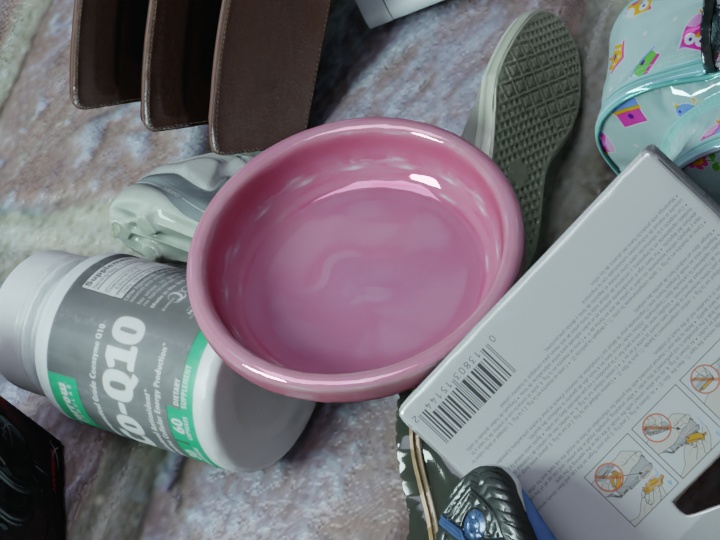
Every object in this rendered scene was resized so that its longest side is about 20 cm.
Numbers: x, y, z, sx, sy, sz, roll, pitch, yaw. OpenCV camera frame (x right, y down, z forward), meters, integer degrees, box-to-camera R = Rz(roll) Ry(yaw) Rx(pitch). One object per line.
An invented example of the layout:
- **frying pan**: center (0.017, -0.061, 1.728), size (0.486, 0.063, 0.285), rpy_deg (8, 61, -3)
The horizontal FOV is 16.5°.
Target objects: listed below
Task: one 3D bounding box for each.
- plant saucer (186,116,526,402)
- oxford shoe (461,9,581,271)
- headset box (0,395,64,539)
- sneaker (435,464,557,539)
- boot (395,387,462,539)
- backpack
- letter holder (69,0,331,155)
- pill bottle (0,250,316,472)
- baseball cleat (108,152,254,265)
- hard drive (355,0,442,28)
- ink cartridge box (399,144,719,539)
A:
- **plant saucer**: center (0.000, 0.000, 1.461), size (0.200, 0.051, 0.201), rpy_deg (-7, 52, 9)
- **oxford shoe**: center (0.088, -0.077, 1.558), size (0.058, 0.075, 0.200), rpy_deg (-19, 47, 51)
- **headset box**: center (-0.268, 0.136, 1.544), size (0.077, 0.200, 0.149), rpy_deg (-22, 51, 19)
- **sneaker**: center (0.102, 0.197, 1.319), size (0.076, 0.077, 0.200), rpy_deg (-30, 77, 43)
- **boot**: center (0.097, 0.125, 1.422), size (0.138, 0.077, 0.200), rpy_deg (-12, 67, 19)
- **backpack**: center (0.234, -0.089, 1.402), size (0.200, 0.176, 0.153), rpy_deg (-8, 57, 39)
- **letter holder**: center (-0.103, -0.184, 1.628), size (0.101, 0.142, 0.200), rpy_deg (37, 126, 41)
- **pill bottle**: center (-0.132, 0.052, 1.575), size (0.200, 0.113, 0.113), rpy_deg (14, 68, 37)
- **baseball cleat**: center (-0.066, -0.028, 1.617), size (0.200, 0.070, 0.106), rpy_deg (24, 49, 24)
- **hard drive**: center (0.069, -0.254, 1.647), size (0.200, 0.132, 0.027), rpy_deg (-19, 20, 19)
- **ink cartridge box**: center (0.151, 0.064, 1.341), size (0.176, 0.045, 0.200), rpy_deg (44, 103, 3)
